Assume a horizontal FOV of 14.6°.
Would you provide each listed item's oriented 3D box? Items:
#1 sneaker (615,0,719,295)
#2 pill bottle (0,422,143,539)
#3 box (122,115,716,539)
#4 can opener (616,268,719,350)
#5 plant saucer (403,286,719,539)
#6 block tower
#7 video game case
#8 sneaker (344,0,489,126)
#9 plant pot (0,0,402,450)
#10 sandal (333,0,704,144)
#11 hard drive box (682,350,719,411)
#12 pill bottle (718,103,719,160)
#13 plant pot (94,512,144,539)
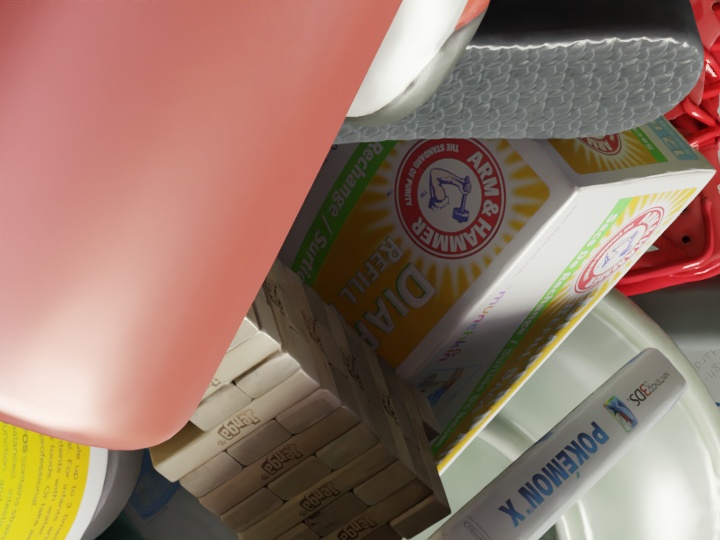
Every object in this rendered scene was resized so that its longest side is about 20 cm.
[{"bbox_3d":[0.120,-0.066,0.994,0.200,0.116,0.078,-45,162,17],"label":"sneaker"},{"bbox_3d":[-0.136,0.046,0.759,0.104,0.104,0.200,-45,162,16],"label":"pill bottle"},{"bbox_3d":[0.000,0.000,0.916,0.200,0.113,0.101,-50,160,25],"label":"box"},{"bbox_3d":[0.066,0.023,1.053,0.200,0.067,0.053,-6,-171,20],"label":"can opener"},{"bbox_3d":[0.036,0.078,1.015,0.200,0.200,0.050,-55,178,40],"label":"plant saucer"},{"bbox_3d":[-0.048,0.018,0.779,0.054,0.058,0.200,-33,134,15],"label":"block tower"},{"bbox_3d":[0.003,0.115,0.868,0.200,0.022,0.182,-46,174,28],"label":"video game case"},{"bbox_3d":[-0.006,-0.122,0.624,0.108,0.067,0.202,-15,131,-51],"label":"sneaker"},{"bbox_3d":[-0.059,-0.100,0.438,0.177,0.200,0.200,-53,161,6],"label":"plant pot"},{"bbox_3d":[0.000,-0.068,0.785,0.200,0.043,0.076,2,150,-28],"label":"sandal"},{"bbox_3d":[0.113,0.040,1.100,0.156,0.200,0.077,-45,162,14],"label":"hard drive box"},{"bbox_3d":[0.219,-0.097,1.017,0.200,0.114,0.114,-13,-177,39],"label":"pill bottle"},{"bbox_3d":[-0.123,0.146,0.987,0.141,0.141,0.200,-45,168,15],"label":"plant pot"}]
